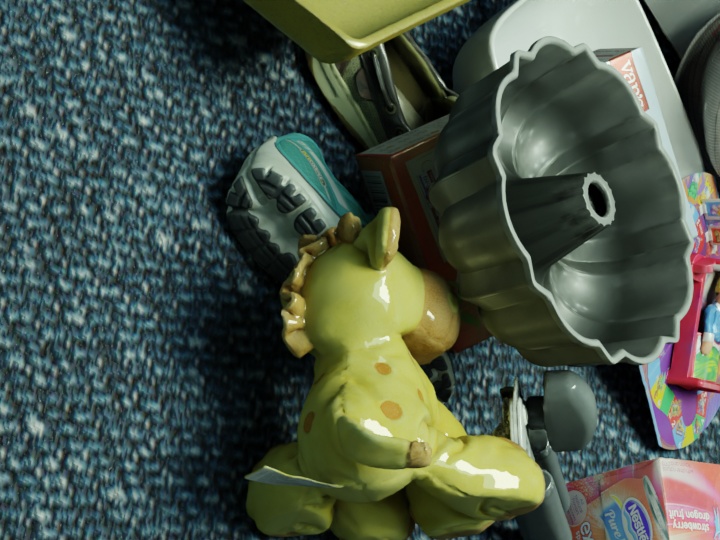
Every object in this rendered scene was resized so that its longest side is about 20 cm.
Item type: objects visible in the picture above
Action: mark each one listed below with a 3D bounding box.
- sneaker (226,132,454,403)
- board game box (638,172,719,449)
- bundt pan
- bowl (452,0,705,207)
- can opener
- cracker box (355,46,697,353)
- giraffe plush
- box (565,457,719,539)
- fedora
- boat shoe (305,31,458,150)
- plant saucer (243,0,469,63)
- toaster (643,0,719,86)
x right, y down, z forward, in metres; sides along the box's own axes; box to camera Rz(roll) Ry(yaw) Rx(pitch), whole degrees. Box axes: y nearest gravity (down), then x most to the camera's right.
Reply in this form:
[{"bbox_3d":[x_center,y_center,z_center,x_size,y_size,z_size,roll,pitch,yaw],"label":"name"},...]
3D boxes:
[{"bbox_3d":[0.000,0.000,1.332,0.201,0.077,0.080,56,34,-14],"label":"sneaker"},{"bbox_3d":[0.252,0.033,1.544,0.158,0.039,0.201,-50,134,-39],"label":"board game box"},{"bbox_3d":[0.113,-0.033,1.283,0.201,0.075,0.203,23,59,-43],"label":"bundt pan"},{"bbox_3d":[0.146,-0.102,1.517,0.200,0.074,0.201,-36,104,-48],"label":"bowl"},{"bbox_3d":[0.117,0.125,1.341,0.200,0.066,0.053,75,15,-61],"label":"can opener"},{"bbox_3d":[0.109,-0.048,1.386,0.199,0.058,0.135,-24,104,-22],"label":"cracker box"},{"bbox_3d":[0.004,0.058,1.234,0.200,0.171,0.163,30,52,-54],"label":"giraffe plush"},{"bbox_3d":[0.237,0.194,1.480,0.199,0.094,0.103,12,66,-43],"label":"box"},{"bbox_3d":[0.311,-0.101,1.572,0.090,0.175,0.201,-64,158,-53],"label":"fedora"},{"bbox_3d":[0.043,-0.089,1.416,0.200,0.065,0.073,48,45,-21],"label":"boat shoe"},{"bbox_3d":[-0.026,-0.207,1.357,0.200,0.049,0.200,40,39,17],"label":"plant saucer"},{"bbox_3d":[0.302,-0.212,1.669,0.181,0.118,0.200,52,21,-17],"label":"toaster"}]
